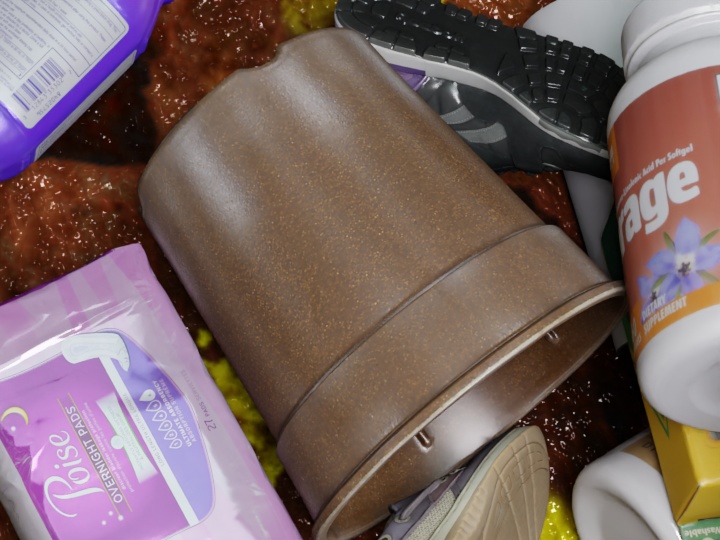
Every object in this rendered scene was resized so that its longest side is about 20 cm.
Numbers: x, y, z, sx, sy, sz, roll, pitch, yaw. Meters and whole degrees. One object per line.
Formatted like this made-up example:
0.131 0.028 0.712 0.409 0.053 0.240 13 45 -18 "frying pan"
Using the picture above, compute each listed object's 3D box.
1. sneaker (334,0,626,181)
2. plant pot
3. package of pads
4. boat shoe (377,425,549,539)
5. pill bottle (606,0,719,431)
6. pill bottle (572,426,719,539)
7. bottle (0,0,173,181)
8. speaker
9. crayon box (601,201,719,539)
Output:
0.074 -0.084 0.938 0.199 0.088 0.076 26 44 14 "sneaker"
0.000 0.000 0.858 0.199 0.201 0.199 -33 74 -21 "plant pot"
-0.119 0.101 0.847 0.120 0.076 0.201 -27 80 -21 "package of pads"
0.040 0.138 0.853 0.200 0.064 0.073 -47 131 -52 "boat shoe"
0.175 -0.036 0.797 0.111 0.112 0.202 5 58 -12 "pill bottle"
0.222 0.110 0.907 0.199 0.114 0.115 -28 81 -20 "pill bottle"
-0.156 -0.140 0.922 0.083 0.065 0.200 40 68 1 "bottle"
0.155 -0.059 0.964 0.080 0.081 0.202 -11 76 -17 "speaker"
0.205 0.049 0.845 0.124 0.052 0.202 -5 60 -8 "crayon box"
